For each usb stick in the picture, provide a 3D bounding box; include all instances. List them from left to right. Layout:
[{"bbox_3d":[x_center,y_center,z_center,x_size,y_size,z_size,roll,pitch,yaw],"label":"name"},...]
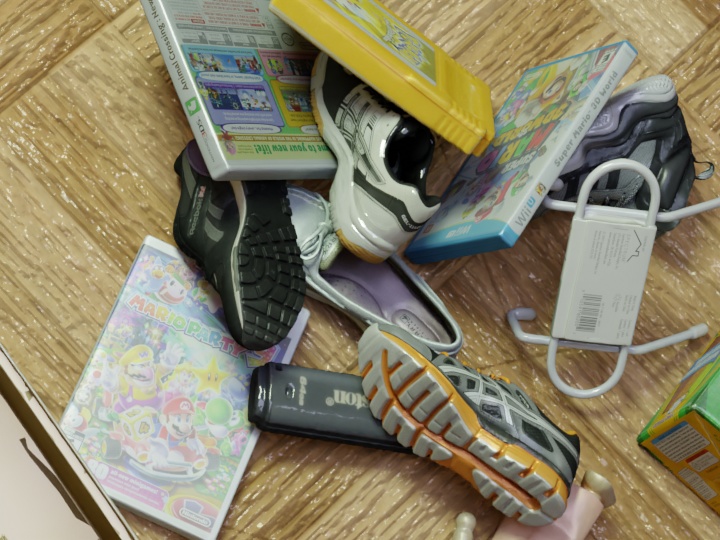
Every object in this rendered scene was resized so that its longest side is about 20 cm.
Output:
[{"bbox_3d":[0.012,0.109,1.706,0.198,0.033,0.056,10,73,-17],"label":"usb stick"}]

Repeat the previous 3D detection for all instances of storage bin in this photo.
[{"bbox_3d":[-0.294,0.177,1.575,0.199,0.094,0.199,-34,83,-16],"label":"storage bin"}]

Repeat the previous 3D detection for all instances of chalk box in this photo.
[{"bbox_3d":[0.336,0.088,1.756,0.124,0.124,0.200,40,67,1],"label":"chalk box"}]

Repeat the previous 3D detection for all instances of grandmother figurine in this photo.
[{"bbox_3d":[0.117,0.234,1.692,0.121,0.061,0.200,29,68,27],"label":"grandmother figurine"}]

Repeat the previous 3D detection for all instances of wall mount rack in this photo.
[{"bbox_3d":[0.211,-0.001,1.751,0.172,0.075,0.202,6,113,-9],"label":"wall mount rack"}]

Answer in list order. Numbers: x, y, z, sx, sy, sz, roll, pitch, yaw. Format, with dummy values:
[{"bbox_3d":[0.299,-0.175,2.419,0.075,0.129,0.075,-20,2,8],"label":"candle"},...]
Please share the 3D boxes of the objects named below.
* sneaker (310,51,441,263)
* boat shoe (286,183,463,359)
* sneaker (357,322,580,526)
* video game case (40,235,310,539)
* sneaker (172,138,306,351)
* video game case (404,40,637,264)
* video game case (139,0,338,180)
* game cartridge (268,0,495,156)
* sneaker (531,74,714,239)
[{"bbox_3d":[0.019,-0.104,1.720,0.075,0.087,0.201,22,44,-42],"label":"sneaker"},{"bbox_3d":[0.000,0.002,1.729,0.202,0.065,0.074,45,67,8],"label":"boat shoe"},{"bbox_3d":[0.082,0.106,1.680,0.200,0.078,0.077,41,48,-3],"label":"sneaker"},{"bbox_3d":[-0.139,0.090,1.692,0.142,0.018,0.201,25,68,-5],"label":"video game case"},{"bbox_3d":[-0.099,-0.020,1.699,0.075,0.087,0.202,26,47,-42],"label":"sneaker"},{"bbox_3d":[0.125,-0.092,1.752,0.018,0.143,0.201,42,66,-20],"label":"video game case"},{"bbox_3d":[-0.082,-0.155,1.723,0.199,0.022,0.183,-4,68,-56],"label":"video game case"},{"bbox_3d":[0.020,-0.173,1.733,0.199,0.176,0.033,34,106,-10],"label":"game cartridge"},{"bbox_3d":[0.193,-0.062,1.794,0.199,0.075,0.114,-35,97,-8],"label":"sneaker"}]
